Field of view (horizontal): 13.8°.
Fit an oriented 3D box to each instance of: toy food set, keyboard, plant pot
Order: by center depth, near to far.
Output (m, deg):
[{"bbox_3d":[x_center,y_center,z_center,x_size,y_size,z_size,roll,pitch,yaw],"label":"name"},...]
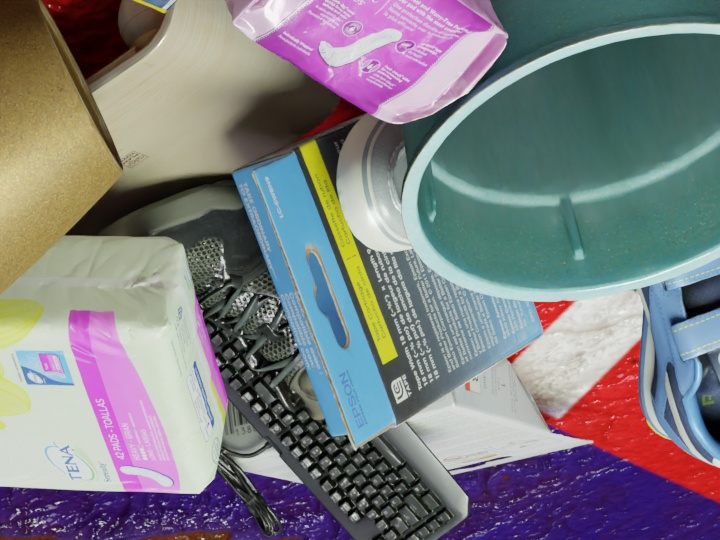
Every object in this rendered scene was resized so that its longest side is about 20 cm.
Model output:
[{"bbox_3d":[-0.218,-0.043,1.360,0.199,0.187,0.187,-27,145,1],"label":"plant pot"},{"bbox_3d":[0.097,-0.123,1.367,0.199,0.197,0.200,-9,147,-6],"label":"plant pot"},{"bbox_3d":[-0.122,-0.081,1.490,0.200,0.061,0.143,-31,154,26],"label":"toy food set"},{"bbox_3d":[-0.043,0.093,1.678,0.127,0.021,0.200,-38,97,30],"label":"keyboard"}]

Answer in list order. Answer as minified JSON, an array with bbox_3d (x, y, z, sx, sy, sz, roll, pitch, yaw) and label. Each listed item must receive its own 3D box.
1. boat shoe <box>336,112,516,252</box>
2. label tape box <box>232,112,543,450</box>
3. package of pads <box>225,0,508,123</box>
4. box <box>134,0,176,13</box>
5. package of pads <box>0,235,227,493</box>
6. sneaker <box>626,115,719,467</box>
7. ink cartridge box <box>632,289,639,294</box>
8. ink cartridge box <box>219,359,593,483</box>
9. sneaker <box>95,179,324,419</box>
[{"bbox_3d":[0.063,-0.060,1.469,0.071,0.070,0.201,-13,-174,35],"label":"boat shoe"},{"bbox_3d":[0.000,0.000,1.477,0.063,0.145,0.200,-18,-175,34],"label":"label tape box"},{"bbox_3d":[-0.020,-0.165,1.268,0.076,0.200,0.120,-40,138,21],"label":"package of pads"},{"bbox_3d":[-0.119,-0.170,1.272,0.070,0.064,0.200,-42,163,12],"label":"box"},{"bbox_3d":[-0.174,0.048,1.507,0.199,0.068,0.155,2,145,10],"label":"package of pads"},{"bbox_3d":[0.173,0.012,1.475,0.074,0.082,0.201,-20,120,-9],"label":"sneaker"},{"bbox_3d":[0.231,-0.053,1.567,0.199,0.088,0.146,11,111,-28],"label":"ink cartridge box"},{"bbox_3d":[0.028,0.089,1.769,0.162,0.050,0.200,-15,167,25],"label":"ink cartridge box"},{"bbox_3d":[-0.052,0.016,1.549,0.076,0.115,0.199,-32,157,35],"label":"sneaker"}]
